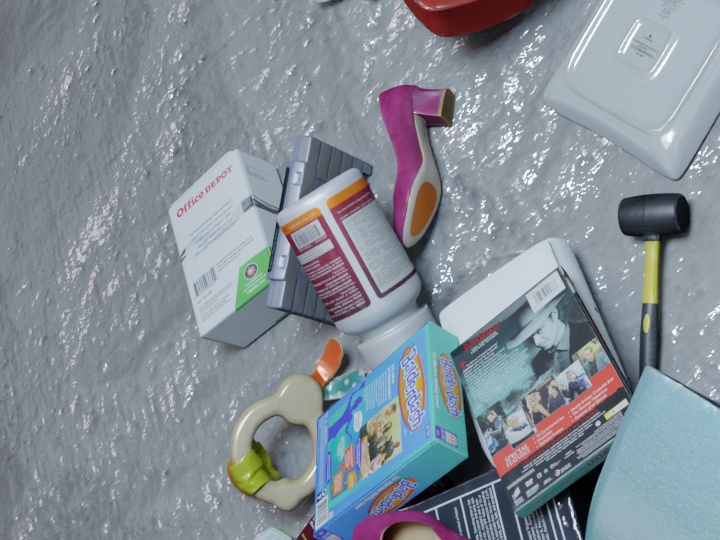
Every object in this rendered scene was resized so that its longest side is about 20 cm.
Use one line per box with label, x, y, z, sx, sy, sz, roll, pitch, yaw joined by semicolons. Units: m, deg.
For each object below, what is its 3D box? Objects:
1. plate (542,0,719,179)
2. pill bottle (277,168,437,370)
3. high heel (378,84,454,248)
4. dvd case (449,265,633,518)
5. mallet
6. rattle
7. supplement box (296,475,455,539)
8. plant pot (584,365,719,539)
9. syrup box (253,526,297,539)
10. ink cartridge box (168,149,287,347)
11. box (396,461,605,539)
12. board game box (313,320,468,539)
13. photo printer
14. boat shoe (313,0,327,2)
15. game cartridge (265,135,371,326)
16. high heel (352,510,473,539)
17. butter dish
plate;0.295;-0.224;1.147;0.199;0.032;0.202;40;105;40
pill bottle;0.000;0.000;1.239;0.109;0.109;0.202;-26;96;32
high heel;0.044;-0.123;1.307;0.094;0.067;0.204;3;76;31
dvd case;0.168;0.107;1.040;0.146;0.022;0.202;-40;41;17
mallet;0.273;0.024;1.099;0.065;0.041;0.204;7;87;40
rattle;-0.077;0.184;1.362;0.128;0.143;0.203;22;76;10
supplement box;0.011;0.281;1.238;0.201;0.060;0.109;-55;50;14
plant pot;0.293;0.228;0.908;0.195;0.195;0.202;33;96;41
syrup box;-0.033;0.344;1.115;0.198;0.081;0.080;27;98;13
ink cartridge box;-0.155;-0.029;1.448;0.145;0.083;0.203;-36;57;28
box;0.158;0.295;1.064;0.197;0.122;0.203;-29;59;30
board game box;0.027;0.170;1.157;0.200;0.045;0.154;-44;31;34
photo printer;0.175;0.093;1.134;0.165;0.069;0.203;-35;54;28
boat shoe;0.006;-0.383;1.411;0.198;0.074;0.070;-24;58;33
game cartridge;-0.049;-0.045;1.332;0.038;0.129;0.204;3;80;42
high heel;0.048;0.255;1.027;0.198;0.095;0.069;-1;76;41
butter dish;0.115;-0.333;1.266;0.197;0.149;0.201;-22;56;-13
